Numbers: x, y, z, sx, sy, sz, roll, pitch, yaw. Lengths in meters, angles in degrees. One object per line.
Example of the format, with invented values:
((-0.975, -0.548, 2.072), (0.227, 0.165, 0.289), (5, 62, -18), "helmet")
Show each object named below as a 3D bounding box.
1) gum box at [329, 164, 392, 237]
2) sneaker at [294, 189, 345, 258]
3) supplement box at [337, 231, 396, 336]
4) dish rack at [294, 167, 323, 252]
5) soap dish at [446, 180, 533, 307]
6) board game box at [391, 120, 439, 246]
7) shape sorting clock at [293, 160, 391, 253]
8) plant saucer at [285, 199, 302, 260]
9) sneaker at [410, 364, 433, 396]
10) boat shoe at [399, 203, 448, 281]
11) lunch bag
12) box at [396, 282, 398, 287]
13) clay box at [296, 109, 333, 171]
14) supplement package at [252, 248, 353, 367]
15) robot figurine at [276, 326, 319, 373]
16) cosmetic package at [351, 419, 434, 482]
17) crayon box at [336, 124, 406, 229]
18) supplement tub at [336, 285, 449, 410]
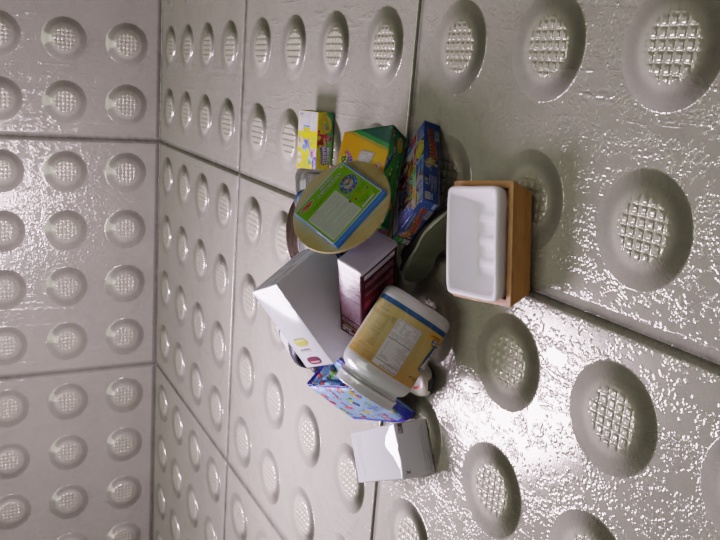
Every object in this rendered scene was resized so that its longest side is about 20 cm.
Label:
((0.009, -0.145, 1.640), (0.200, 0.113, 0.066), (59, 141, 40), "gum box")
((-0.058, -0.085, 1.607), (0.200, 0.066, 0.078), (56, 159, -15), "sneaker")
((0.014, 0.032, 1.504), (0.061, 0.109, 0.200), (30, 143, 27), "supplement box")
((-0.089, -0.134, 1.808), (0.043, 0.172, 0.201), (0, 93, 25), "dish rack")
((0.215, -0.049, 1.303), (0.157, 0.081, 0.201), (11, 101, 61), "soap dish")
((0.103, -0.164, 1.475), (0.135, 0.034, 0.200), (127, 154, -50), "board game box")
((-0.035, -0.119, 1.465), (0.039, 0.200, 0.200), (49, -165, -56), "shape sorting clock")
((-0.114, -0.081, 1.836), (0.029, 0.200, 0.201), (-2, 91, 25), "plant saucer")
((0.066, 0.209, 1.588), (0.200, 0.093, 0.071), (25, 115, 59), "sneaker")
((0.130, -0.063, 1.469), (0.201, 0.072, 0.061), (-55, 35, 40), "boat shoe")
((0.009, 0.257, 1.630), (0.200, 0.151, 0.094), (8, 62, 57), "lunch bag")
((0.000, 0.000, 1.694), (0.160, 0.044, 0.200), (-50, 56, 50), "box")
((-0.114, -0.291, 1.928), (0.115, 0.047, 0.201), (26, 116, 58), "clay box")
((-0.089, 0.071, 1.603), (0.200, 0.156, 0.111), (55, 146, -12), "supplement package")
((-0.131, 0.160, 1.919), (0.200, 0.124, 0.151), (53, 134, 45), "robot figurine")
((0.063, 0.376, 1.626), (0.200, 0.081, 0.113), (-27, 69, 58), "cosmetic package")
((0.011, -0.178, 1.527), (0.119, 0.058, 0.201), (-2, 67, 34), "crayon box")
((0.059, 0.145, 1.468), (0.200, 0.145, 0.145), (-57, 32, -2), "supplement tub")
